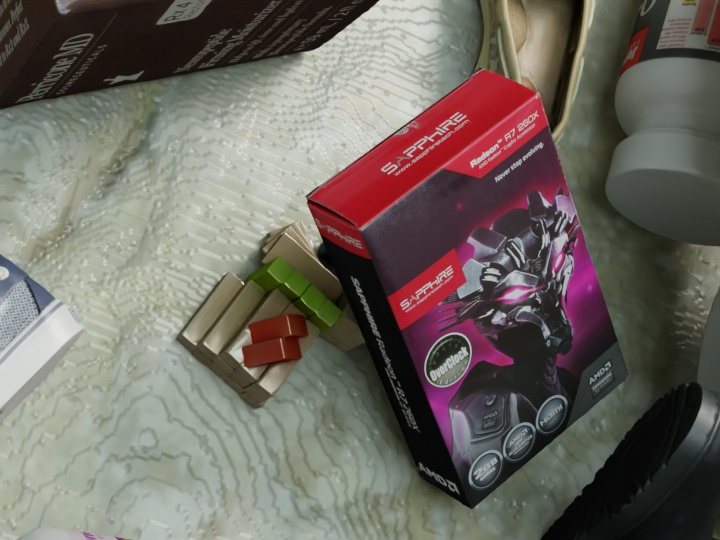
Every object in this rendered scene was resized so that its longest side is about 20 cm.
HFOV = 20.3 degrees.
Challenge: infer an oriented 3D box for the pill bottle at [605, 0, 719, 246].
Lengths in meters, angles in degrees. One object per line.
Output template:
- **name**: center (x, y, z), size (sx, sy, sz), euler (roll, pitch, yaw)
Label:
- **pill bottle**: center (0.213, -0.124, 1.165), size (0.116, 0.116, 0.200), euler (25, 69, -16)

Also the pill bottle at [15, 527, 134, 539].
- **pill bottle**: center (-0.117, 0.182, 0.953), size (0.200, 0.112, 0.112), euler (12, 73, -21)

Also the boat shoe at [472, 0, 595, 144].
- **boat shoe**: center (0.106, -0.153, 1.155), size (0.073, 0.063, 0.200), euler (10, 73, -20)

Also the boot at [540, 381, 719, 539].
- **boot**: center (0.191, 0.158, 1.050), size (0.162, 0.198, 0.073), euler (30, 43, -3)

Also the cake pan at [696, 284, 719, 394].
- **cake pan**: center (0.246, 0.060, 1.129), size (0.200, 0.037, 0.200), euler (-12, 105, -50)

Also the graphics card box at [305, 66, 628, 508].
- **graphics card box**: center (0.060, 0.012, 1.045), size (0.125, 0.051, 0.200), euler (-37, 129, -22)

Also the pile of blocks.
- **pile of blocks**: center (0.000, 0.000, 1.075), size (0.200, 0.062, 0.082), euler (-26, 89, -26)

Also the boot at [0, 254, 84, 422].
- **boot**: center (-0.230, 0.065, 0.964), size (0.090, 0.073, 0.200), euler (42, 58, 0)

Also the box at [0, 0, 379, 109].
- **box**: center (-0.101, -0.195, 1.020), size (0.200, 0.166, 0.164), euler (-14, 84, -25)
